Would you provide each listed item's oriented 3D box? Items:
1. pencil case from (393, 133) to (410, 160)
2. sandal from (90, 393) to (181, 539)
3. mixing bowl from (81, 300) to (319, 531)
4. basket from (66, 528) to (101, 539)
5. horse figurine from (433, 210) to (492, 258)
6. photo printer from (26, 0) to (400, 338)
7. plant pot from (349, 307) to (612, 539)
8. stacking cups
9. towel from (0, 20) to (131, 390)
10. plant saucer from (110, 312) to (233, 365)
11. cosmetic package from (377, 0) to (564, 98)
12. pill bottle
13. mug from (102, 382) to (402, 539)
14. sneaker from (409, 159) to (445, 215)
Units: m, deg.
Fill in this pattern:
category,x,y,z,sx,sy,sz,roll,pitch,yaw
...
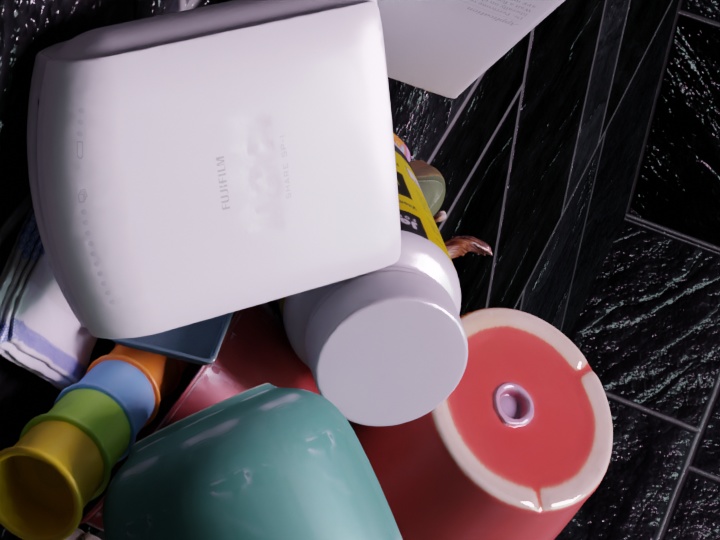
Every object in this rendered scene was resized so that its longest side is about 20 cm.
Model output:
category,x,y,z,sx,sy,sz,roll,pitch,yaw
pencil case,-0.034,-0.029,1.260,0.088,0.087,0.201,75,38,-67
sandal,-0.151,0.187,1.138,0.057,0.079,0.202,113,2,-71
mixing bowl,-0.087,0.114,1.050,0.201,0.108,0.200,-51,-173,9
basket,-0.189,0.273,0.974,0.200,0.134,0.124,-49,154,-44
horse figurine,0.005,0.001,1.328,0.050,0.198,0.133,68,24,-10
photo printer,-0.079,-0.058,0.857,0.198,0.069,0.168,-15,113,-25
plant pot,0.067,0.126,1.091,0.201,0.200,0.177,-58,-173,-37
stacking cups,-0.145,0.082,0.935,0.200,0.060,0.061,-51,157,-59
towel,-0.152,-0.029,0.930,0.147,0.024,0.202,64,48,-72
plant saucer,-0.092,-0.027,0.996,0.019,0.069,0.201,90,15,-54
cosmetic package,0.060,-0.241,0.955,0.200,0.122,0.201,147,-42,-67
pill bottle,0.000,0.000,1.014,0.201,0.113,0.115,-110,-153,-54
mug,-0.081,0.139,0.887,0.184,0.115,0.152,-25,176,6
sneaker,0.012,0.004,1.175,0.200,0.090,0.067,-39,150,-26
